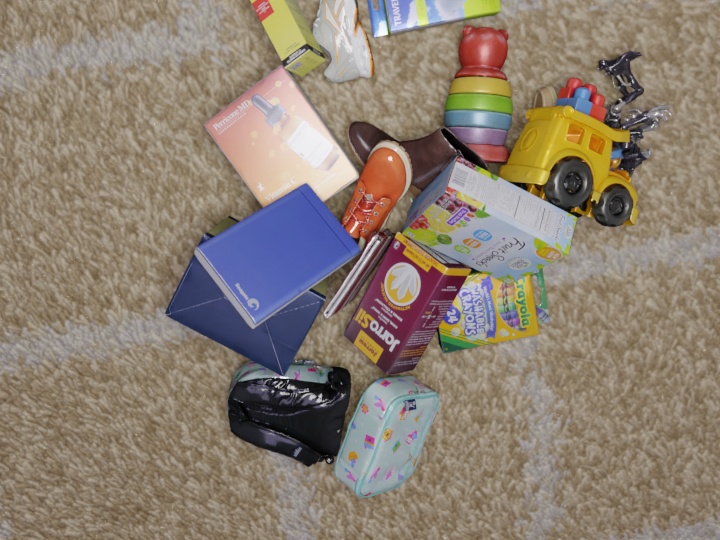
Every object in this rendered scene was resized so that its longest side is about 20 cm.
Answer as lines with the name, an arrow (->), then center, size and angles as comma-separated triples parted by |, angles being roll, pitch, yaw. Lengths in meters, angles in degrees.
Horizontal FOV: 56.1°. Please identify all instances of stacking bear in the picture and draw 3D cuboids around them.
stacking bear -> 0.184, -0.272, 1.048 | 0.120, 0.114, 0.202 | 3, 98, -2

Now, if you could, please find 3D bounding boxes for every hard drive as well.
hard drive -> -0.112, -0.026, 0.949 | 0.199, 0.025, 0.132 | -35, 82, -31

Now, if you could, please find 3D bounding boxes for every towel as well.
towel -> 0.000, 0.000, 1.053 | 0.023, 0.200, 0.145 | 34, 99, 5

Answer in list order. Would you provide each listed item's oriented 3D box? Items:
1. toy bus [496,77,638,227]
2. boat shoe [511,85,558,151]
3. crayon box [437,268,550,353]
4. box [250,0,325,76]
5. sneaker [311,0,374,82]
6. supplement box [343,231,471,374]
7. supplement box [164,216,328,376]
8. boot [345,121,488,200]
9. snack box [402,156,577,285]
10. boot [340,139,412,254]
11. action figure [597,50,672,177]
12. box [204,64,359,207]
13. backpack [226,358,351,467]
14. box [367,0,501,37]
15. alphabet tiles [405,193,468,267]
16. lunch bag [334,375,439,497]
toy bus -> 0.328, -0.175, 1.000 | 0.198, 0.136, 0.194 | 19, 92, -21
boat shoe -> 0.277, -0.191, 1.082 | 0.064, 0.071, 0.202 | 1, 103, -2
crayon box -> 0.223, 0.056, 1.144 | 0.198, 0.052, 0.127 | -12, 102, 1
box -> -0.126, -0.393, 1.003 | 0.050, 0.075, 0.201 | -28, 88, 18
sneaker -> -0.045, -0.386, 1.035 | 0.091, 0.076, 0.202 | -15, 101, 7
supplement box -> 0.073, 0.052, 1.088 | 0.110, 0.085, 0.201 | 38, 110, 30
supplement box -> -0.165, 0.032, 1.054 | 0.199, 0.200, 0.135 | 29, 100, -7
boot -> 0.083, -0.185, 1.027 | 0.200, 0.166, 0.073 | 40, 62, -8
snack box -> 0.184, -0.065, 0.993 | 0.198, 0.169, 0.068 | 23, 68, -9
boot -> 0.016, -0.101, 1.027 | 0.075, 0.107, 0.201 | 30, 138, 8
action figure -> 0.427, -0.235, 1.055 | 0.101, 0.119, 0.202 | -7, 97, 5
box -> -0.118, -0.189, 1.056 | 0.152, 0.106, 0.201 | -35, 101, 6
backpack -> -0.124, 0.224, 1.135 | 0.198, 0.127, 0.169 | 9, 100, -6
box -> 0.107, -0.438, 1.038 | 0.198, 0.048, 0.123 | -11, 102, 0
alphabet tiles -> 0.173, -0.087, 1.108 | 0.198, 0.008, 0.169 | -2, 102, 15
lunch bag -> 0.053, 0.276, 1.142 | 0.160, 0.077, 0.202 | 8, 108, -48
